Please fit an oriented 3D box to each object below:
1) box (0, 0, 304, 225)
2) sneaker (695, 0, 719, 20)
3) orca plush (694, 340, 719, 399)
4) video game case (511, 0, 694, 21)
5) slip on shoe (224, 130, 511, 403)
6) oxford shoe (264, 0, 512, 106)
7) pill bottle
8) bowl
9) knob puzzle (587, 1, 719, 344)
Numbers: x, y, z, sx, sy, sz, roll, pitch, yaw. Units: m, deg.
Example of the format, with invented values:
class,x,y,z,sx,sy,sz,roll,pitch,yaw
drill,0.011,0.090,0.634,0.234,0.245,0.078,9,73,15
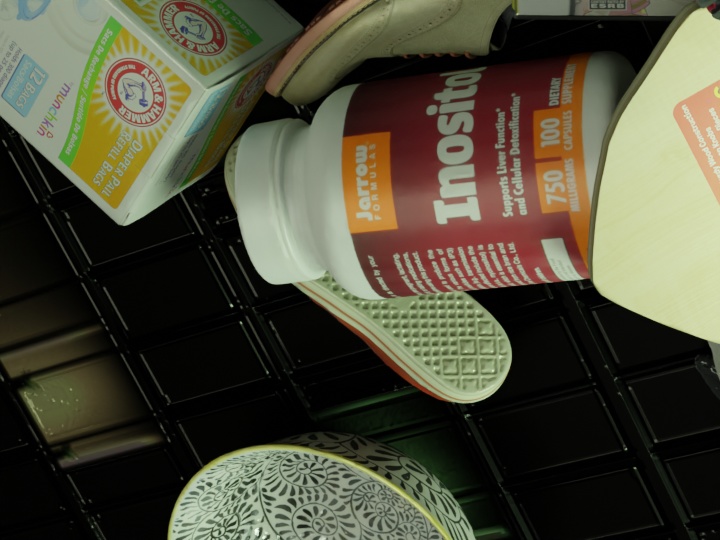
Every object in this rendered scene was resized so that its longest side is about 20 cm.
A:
class,x,y,z,sx,sy,sz,roll,pitch,yaw
box,-0.148,-0.140,1.198,0.200,0.101,0.113,43,128,6
sneaker,0.228,-0.182,0.980,0.200,0.075,0.081,-18,141,4
orca plush,0.218,0.035,1.163,0.200,0.071,0.105,59,170,-8
video game case,0.167,-0.202,1.031,0.200,0.026,0.181,2,119,9
slip on shoe,0.000,0.000,1.238,0.200,0.074,0.061,43,163,6
oxford shoe,0.032,-0.128,1.144,0.200,0.071,0.074,-32,103,37
pill bottle,0.044,-0.044,1.140,0.200,0.113,0.113,-7,114,18
bowl,-0.004,0.165,1.314,0.200,0.094,0.201,12,122,20
knob puzzle,0.195,-0.049,1.069,0.219,0.030,0.220,-5,116,-9
